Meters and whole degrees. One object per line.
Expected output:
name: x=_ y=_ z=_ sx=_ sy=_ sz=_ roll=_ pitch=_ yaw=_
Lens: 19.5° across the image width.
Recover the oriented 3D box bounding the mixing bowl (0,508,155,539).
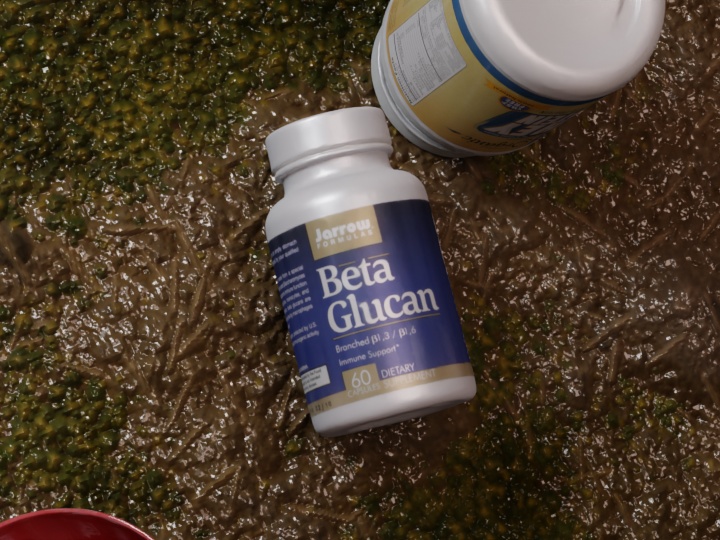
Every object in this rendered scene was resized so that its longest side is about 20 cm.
mixing bowl: x=-0.164 y=0.249 z=1.228 sx=0.199 sy=0.108 sz=0.201 roll=-6 pitch=67 yaw=16

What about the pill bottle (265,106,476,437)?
pill bottle: x=0.000 y=0.000 z=1.371 sx=0.111 sy=0.111 sz=0.201 roll=-11 pitch=82 yaw=-24

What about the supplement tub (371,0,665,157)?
supplement tub: x=0.099 y=-0.160 z=1.398 sx=0.144 sy=0.200 sz=0.145 roll=5 pitch=76 yaw=-20
